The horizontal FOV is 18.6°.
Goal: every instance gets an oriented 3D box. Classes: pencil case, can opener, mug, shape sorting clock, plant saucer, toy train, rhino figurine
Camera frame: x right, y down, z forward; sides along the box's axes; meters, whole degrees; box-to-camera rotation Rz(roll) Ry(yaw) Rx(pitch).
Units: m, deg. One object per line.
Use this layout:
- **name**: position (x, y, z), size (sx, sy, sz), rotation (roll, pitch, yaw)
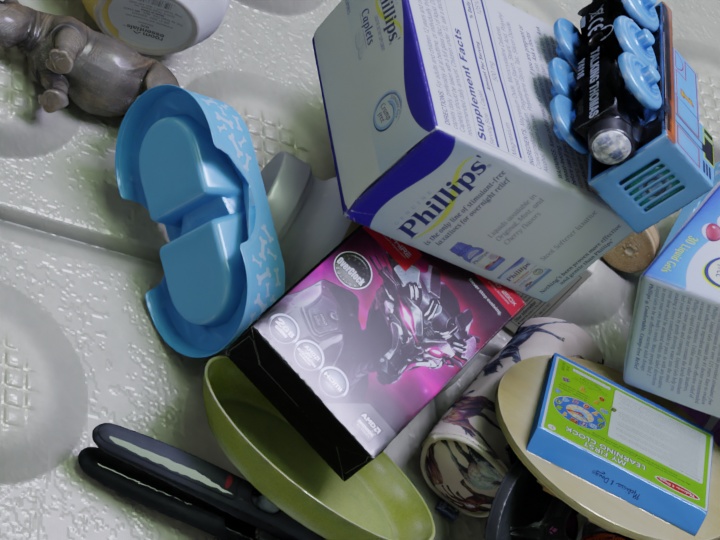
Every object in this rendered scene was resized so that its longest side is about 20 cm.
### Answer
- **pencil case**: position (0.121, 0.112, 1.696), size (0.089, 0.078, 0.200), rotation (59, 41, -13)
- **can opener**: position (-0.098, 0.160, 1.499), size (0.200, 0.063, 0.079), rotation (34, 29, -9)
- **mug**: position (-0.171, -0.251, 1.746), size (0.149, 0.186, 0.153), rotation (49, 39, -46)
- **shape sorting clock**: position (0.189, 0.132, 1.621), size (0.200, 0.039, 0.200), rotation (22, 26, -12)
- **plant saucer**: position (-0.035, 0.135, 1.539), size (0.200, 0.031, 0.200), rotation (35, 13, -9)
- **toy train**: position (0.193, -0.122, 1.565), size (0.114, 0.087, 0.200), rotation (46, 28, -24)
- **rhino figurine**: position (-0.221, -0.159, 1.661), size (0.200, 0.060, 0.087), rotation (30, 26, -14)

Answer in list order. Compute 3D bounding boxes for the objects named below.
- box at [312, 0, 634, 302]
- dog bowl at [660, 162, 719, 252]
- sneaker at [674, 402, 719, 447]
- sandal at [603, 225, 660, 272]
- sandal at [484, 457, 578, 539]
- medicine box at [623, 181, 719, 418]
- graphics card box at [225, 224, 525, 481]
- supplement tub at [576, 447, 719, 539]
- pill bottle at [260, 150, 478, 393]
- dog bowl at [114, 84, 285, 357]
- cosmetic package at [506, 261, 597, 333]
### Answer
- **box**: position (0.080, -0.102, 1.579), size (0.200, 0.105, 0.184), rotation (23, 40, -34)
- **dog bowl**: position (0.316, -0.017, 1.910), size (0.111, 0.050, 0.200), rotation (51, 54, -30)
- **sneaker**: position (0.293, 0.059, 1.808), size (0.114, 0.073, 0.201), rotation (25, 81, -23)
- **sandal**: position (0.169, -0.070, 1.878), size (0.212, 0.078, 0.070), rotation (44, 36, -7)
- **sandal**: position (0.147, 0.165, 1.622), size (0.048, 0.075, 0.200), rotation (9, 18, 27)
- **medicine box**: position (0.331, 0.036, 1.684), size (0.200, 0.103, 0.182), rotation (20, 35, 22)
- **graphics card box**: position (0.014, 0.039, 1.546), size (0.125, 0.051, 0.200), rotation (48, 52, 0)
- **supplement tub**: position (0.243, 0.217, 1.671), size (0.200, 0.123, 0.123), rotation (-19, 70, -44)
- **pill bottle**: position (0.000, 0.000, 1.664), size (0.200, 0.116, 0.116), rotation (31, 44, -13)
- **dog bowl**: position (-0.113, -0.036, 1.594), size (0.050, 0.111, 0.200), rotation (-3, 74, -46)
- **cosmetic package**: position (0.090, -0.047, 1.780), size (0.200, 0.105, 0.071), rotation (37, 40, -9)
